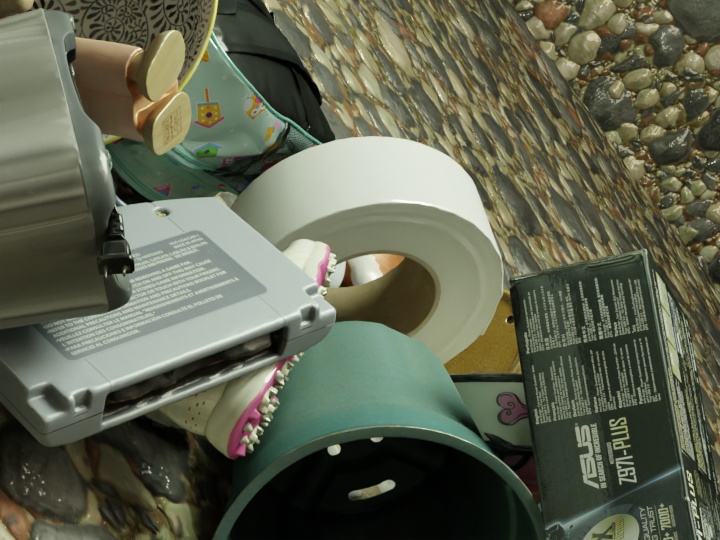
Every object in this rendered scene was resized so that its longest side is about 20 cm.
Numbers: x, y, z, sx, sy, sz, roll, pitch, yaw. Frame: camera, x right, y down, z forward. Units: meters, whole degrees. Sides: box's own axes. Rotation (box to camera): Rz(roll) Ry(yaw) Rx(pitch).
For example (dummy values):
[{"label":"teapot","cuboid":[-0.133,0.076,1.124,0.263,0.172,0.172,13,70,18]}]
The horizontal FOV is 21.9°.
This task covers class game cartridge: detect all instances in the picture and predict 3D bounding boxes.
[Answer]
[{"label":"game cartridge","cuboid":[-0.128,0.020,1.015,0.200,0.042,0.133,-20,43,-39]}]

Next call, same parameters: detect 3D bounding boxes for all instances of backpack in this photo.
[{"label":"backpack","cuboid":[-0.126,-0.141,1.311,0.176,0.153,0.200,62,4,16]}]

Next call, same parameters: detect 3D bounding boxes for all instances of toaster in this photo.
[{"label":"toaster","cuboid":[-0.192,-0.042,0.943,0.200,0.129,0.114,-112,-167,-45]}]

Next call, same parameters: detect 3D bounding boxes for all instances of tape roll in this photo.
[{"label":"tape roll","cuboid":[0.000,0.000,1.337,0.202,0.202,0.071,42,23,-42]}]

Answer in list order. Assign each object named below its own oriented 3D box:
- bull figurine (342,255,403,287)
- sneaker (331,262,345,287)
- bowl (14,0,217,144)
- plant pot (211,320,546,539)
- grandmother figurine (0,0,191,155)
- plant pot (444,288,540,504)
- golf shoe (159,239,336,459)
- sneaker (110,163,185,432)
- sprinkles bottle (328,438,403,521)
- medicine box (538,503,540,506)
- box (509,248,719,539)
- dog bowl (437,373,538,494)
[{"label":"bull figurine","cuboid":[0.003,-0.016,1.612,0.121,0.065,0.200,31,34,-64]},{"label":"sneaker","cuboid":[-0.047,-0.054,1.519,0.071,0.073,0.200,32,30,-49]},{"label":"bowl","cuboid":[-0.176,-0.159,1.173,0.201,0.201,0.094,62,3,14]},{"label":"plant pot","cuboid":[0.002,0.138,1.147,0.200,0.200,0.196,51,11,-22]},{"label":"grandmother figurine","cuboid":[-0.196,-0.114,1.074,0.061,0.200,0.121,-45,144,-53]},{"label":"plant pot","cuboid":[0.132,0.094,1.531,0.200,0.186,0.186,45,20,-52]},{"label":"golf shoe","cuboid":[-0.073,0.028,1.106,0.092,0.075,0.200,21,30,4]},{"label":"sneaker","cuboid":[-0.133,0.015,1.133,0.200,0.086,0.078,51,18,-21]},{"label":"sprinkles bottle","cuboid":[0.006,0.159,1.300,0.200,0.068,0.068,60,17,9]},{"label":"medicine box","cuboid":[0.172,0.312,1.435,0.200,0.103,0.182,46,21,-34]},{"label":"box","cuboid":[0.160,0.110,1.117,0.164,0.086,0.200,40,40,-67]},{"label":"dog bowl","cuboid":[0.121,0.119,1.317,0.200,0.200,0.074,21,69,-63]}]
